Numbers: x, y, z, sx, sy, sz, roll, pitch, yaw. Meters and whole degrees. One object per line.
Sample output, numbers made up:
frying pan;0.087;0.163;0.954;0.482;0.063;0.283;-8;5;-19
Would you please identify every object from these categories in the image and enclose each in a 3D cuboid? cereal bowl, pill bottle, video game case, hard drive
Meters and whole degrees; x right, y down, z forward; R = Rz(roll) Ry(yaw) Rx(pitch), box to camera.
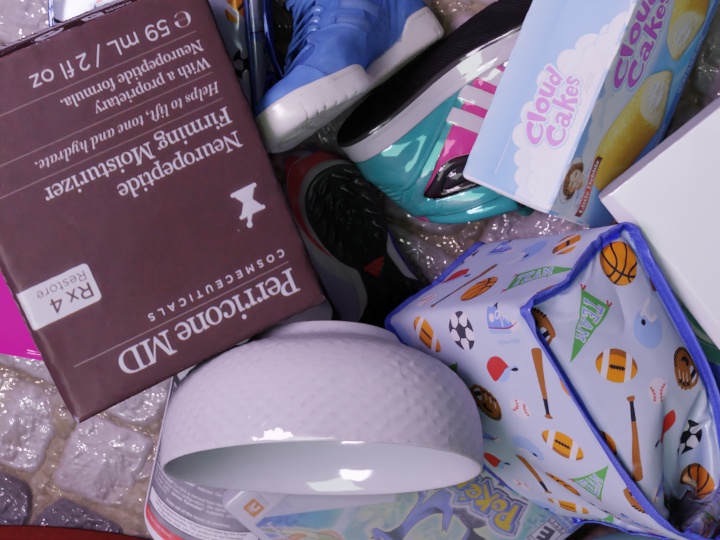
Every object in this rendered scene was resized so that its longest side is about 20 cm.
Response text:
cereal bowl;-0.024;0.083;0.800;0.198;0.200;0.084;-5;71;13
pill bottle;-0.088;0.110;0.971;0.115;0.116;0.202;17;112;5
video game case;0.034;0.168;0.933;0.182;0.022;0.200;-41;111;12
hard drive;0.255;-0.009;0.785;0.132;0.026;0.200;-38;99;14

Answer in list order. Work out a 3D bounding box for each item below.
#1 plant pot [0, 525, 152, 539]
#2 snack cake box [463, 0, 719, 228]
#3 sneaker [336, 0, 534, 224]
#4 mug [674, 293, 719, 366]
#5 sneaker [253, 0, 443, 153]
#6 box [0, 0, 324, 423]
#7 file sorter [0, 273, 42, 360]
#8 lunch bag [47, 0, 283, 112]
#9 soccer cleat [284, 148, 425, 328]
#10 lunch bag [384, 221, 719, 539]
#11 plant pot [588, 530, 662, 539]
plant pot;-0.233;0.321;1.044;0.174;0.200;0.202;-11;107;2
snack cake box;0.151;-0.130;0.806;0.067;0.115;0.202;26;99;32
sneaker;0.096;-0.100;0.880;0.199;0.084;0.121;-35;115;5
mug;0.244;-0.025;0.858;0.150;0.115;0.187;-7;108;14
sneaker;-0.030;-0.156;0.826;0.077;0.200;0.112;-32;97;43
box;-0.147;-0.051;0.788;0.165;0.164;0.202;-26;107;-14
file sorter;-0.284;-0.035;0.951;0.198;0.126;0.141;9;110;6
lunch bag;-0.130;-0.174;0.902;0.158;0.076;0.202;-1;109;9
soccer cleat;0.000;0.000;0.951;0.068;0.073;0.201;-30;121;-11
lunch bag;0.139;0.079;0.835;0.123;0.170;0.201;-36;102;-24
plant pot;0.209;0.266;0.947;0.135;0.200;0.200;-44;98;-15
